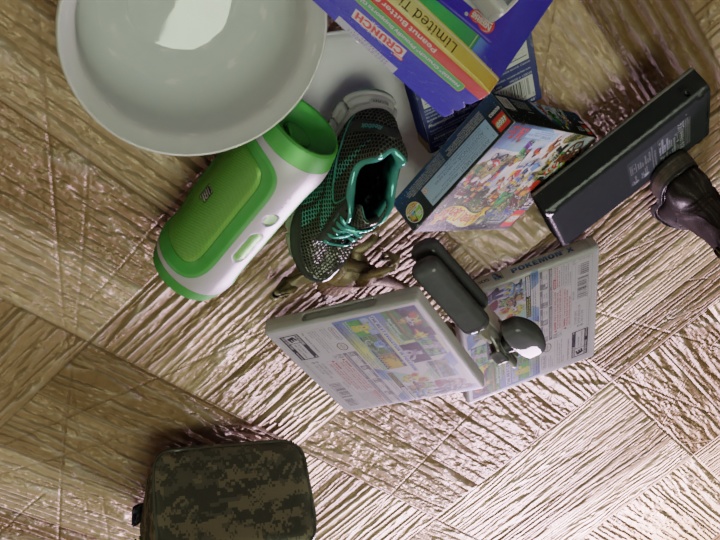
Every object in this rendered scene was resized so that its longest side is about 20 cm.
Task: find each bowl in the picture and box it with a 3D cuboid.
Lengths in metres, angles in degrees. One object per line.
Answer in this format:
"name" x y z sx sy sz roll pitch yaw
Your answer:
"bowl" -0.131 -0.196 0.706 0.199 0.091 0.203 -13 132 -14

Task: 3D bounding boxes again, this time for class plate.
"plate" 0.031 -0.149 0.866 0.198 0.032 0.201 -15 133 -12

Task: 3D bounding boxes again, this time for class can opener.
"can opener" 0.132 0.034 0.999 0.066 0.054 0.200 -24 131 25

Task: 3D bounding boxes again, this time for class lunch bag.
"lunch bag" -0.164 0.294 1.098 0.197 0.141 0.168 -2 147 -19

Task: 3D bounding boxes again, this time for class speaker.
"speaker" -0.106 -0.061 0.826 0.088 0.089 0.200 18 130 -36

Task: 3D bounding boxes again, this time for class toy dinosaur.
"toy dinosaur" 0.000 0.000 0.984 0.198 0.059 0.101 4 143 -27

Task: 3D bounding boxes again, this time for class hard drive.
"hard drive" 0.275 -0.111 0.974 0.199 0.033 0.139 -39 158 8

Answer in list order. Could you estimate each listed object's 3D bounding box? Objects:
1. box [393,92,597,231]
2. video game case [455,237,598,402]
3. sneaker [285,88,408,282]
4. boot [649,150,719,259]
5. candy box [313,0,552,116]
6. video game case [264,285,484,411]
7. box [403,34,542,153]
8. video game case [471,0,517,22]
"box" 0.133 -0.097 0.887 0.137 0.038 0.199 -48 157 27
"video game case" 0.204 0.065 1.136 0.180 0.022 0.201 -20 135 -8
"sneaker" -0.013 -0.059 0.839 0.077 0.092 0.202 3 128 -25
"boot" 0.397 -0.032 1.021 0.069 0.175 0.200 -40 154 12
"candy box" 0.064 -0.242 0.658 0.169 0.077 0.201 39 73 -13
"video game case" 0.020 0.093 1.030 0.180 0.022 0.200 -13 141 23
"box" 0.086 -0.208 0.796 0.120 0.033 0.201 -26 135 -5
"video game case" 0.080 -0.298 0.618 0.200 0.023 0.182 46 71 -9
